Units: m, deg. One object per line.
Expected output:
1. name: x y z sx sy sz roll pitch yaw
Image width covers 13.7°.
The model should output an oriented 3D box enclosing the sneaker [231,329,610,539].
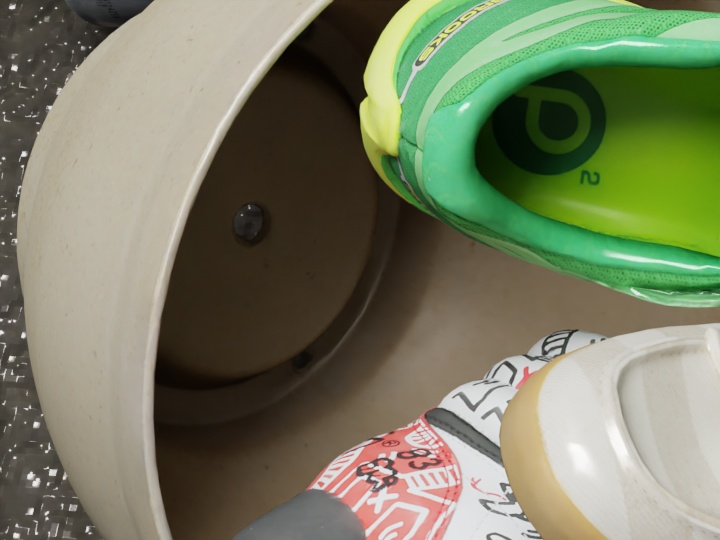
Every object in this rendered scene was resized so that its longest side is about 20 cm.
1. sneaker: 0.074 0.087 0.596 0.108 0.067 0.201 -35 53 -25

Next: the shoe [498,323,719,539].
1. shoe: 0.114 0.032 0.598 0.200 0.053 0.070 4 48 -36

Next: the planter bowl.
1. planter bowl: 0.000 0.000 0.724 0.200 0.200 0.135 -45 34 -16

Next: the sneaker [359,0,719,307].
1. sneaker: 0.100 -0.017 0.608 0.200 0.074 0.084 2 19 -3

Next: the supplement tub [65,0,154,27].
1. supplement tub: 0.011 -0.134 0.826 0.200 0.123 0.123 -4 59 8
